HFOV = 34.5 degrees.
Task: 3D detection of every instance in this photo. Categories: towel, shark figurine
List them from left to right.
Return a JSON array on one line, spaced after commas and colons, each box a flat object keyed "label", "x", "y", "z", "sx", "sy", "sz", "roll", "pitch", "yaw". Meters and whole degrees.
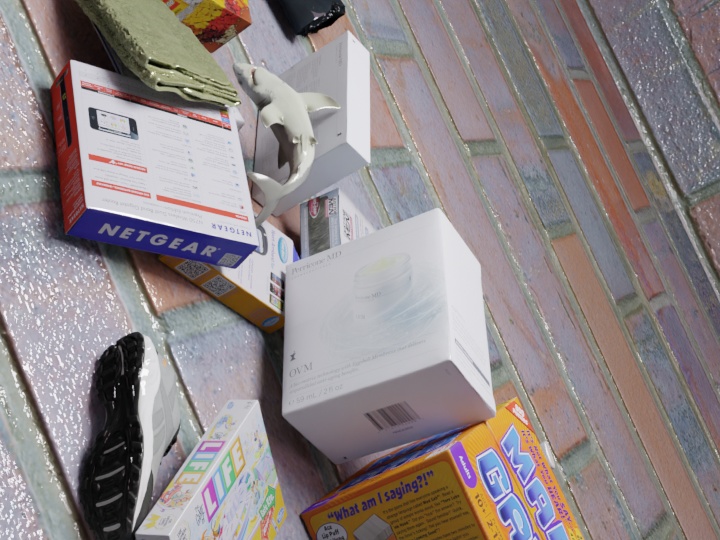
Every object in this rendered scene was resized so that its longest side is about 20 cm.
[{"label": "towel", "x": -0.223, "y": -0.246, "z": 1.243, "sx": 0.148, "sy": 0.037, "sz": 0.200, "roll": 11, "pitch": 34, "yaw": -55}, {"label": "shark figurine", "x": -0.088, "y": -0.134, "z": 1.336, "sx": 0.126, "sy": 0.090, "sz": 0.217, "roll": 8, "pitch": 53, "yaw": -22}]

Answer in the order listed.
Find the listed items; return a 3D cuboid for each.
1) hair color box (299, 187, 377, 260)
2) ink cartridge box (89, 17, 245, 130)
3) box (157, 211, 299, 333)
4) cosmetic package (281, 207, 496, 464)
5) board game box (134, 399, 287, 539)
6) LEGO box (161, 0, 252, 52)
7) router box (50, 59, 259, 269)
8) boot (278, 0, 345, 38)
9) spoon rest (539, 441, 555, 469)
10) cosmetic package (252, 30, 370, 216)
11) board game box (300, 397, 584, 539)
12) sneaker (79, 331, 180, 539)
[{"label": "hair color box", "x": 0.000, "y": 0.000, "z": 1.439, "sx": 0.200, "sy": 0.060, "sz": 0.100, "roll": 48, "pitch": 30, "yaw": -45}, {"label": "ink cartridge box", "x": -0.219, "y": -0.211, "z": 1.297, "sx": 0.199, "sy": 0.037, "sz": 0.095, "roll": 17, "pitch": 37, "yaw": -55}, {"label": "box", "x": -0.138, "y": -0.018, "z": 1.288, "sx": 0.200, "sy": 0.041, "sz": 0.120, "roll": 40, "pitch": 36, "yaw": -39}, {"label": "cosmetic package", "x": 0.027, "y": 0.071, "z": 1.253, "sx": 0.123, "sy": 0.197, "sz": 0.202, "roll": 49, "pitch": 29, "yaw": -43}, {"label": "board game box", "x": -0.129, "y": 0.229, "z": 1.048, "sx": 0.200, "sy": 0.034, "sz": 0.136, "roll": -58, "pitch": 140, "yaw": -57}, {"label": "LEGO box", "x": -0.221, "y": -0.391, "z": 1.421, "sx": 0.148, "sy": 0.077, "sz": 0.203, "roll": 21, "pitch": 49, "yaw": -51}, {"label": "router box", "x": -0.209, "y": -0.106, "z": 1.181, "sx": 0.198, "sy": 0.049, "sz": 0.182, "roll": 13, "pitch": 52, "yaw": -38}, {"label": "boot", "x": -0.081, "y": -0.433, "z": 1.679, "sx": 0.169, "sy": 0.076, "sz": 0.200, "roll": 54, "pitch": 37, "yaw": -8}, {"label": "spoon rest", "x": 0.175, "y": 0.259, "z": 1.558, "sx": 0.198, "sy": 0.060, "sz": 0.101, "roll": 7, "pitch": 58, "yaw": -41}, {"label": "cosmetic package", "x": -0.059, "y": -0.183, "z": 1.435, "sx": 0.052, "sy": 0.150, "sz": 0.202, "roll": 37, "pitch": 38, "yaw": -36}, {"label": "board game box", "x": 0.097, "y": 0.287, "z": 1.246, "sx": 0.199, "sy": 0.198, "sz": 0.202, "roll": -20, "pitch": 83, "yaw": -60}, {"label": "sneaker", "x": -0.193, "y": 0.152, "z": 1.026, "sx": 0.079, "sy": 0.073, "sz": 0.202, "roll": 44, "pitch": 34, "yaw": -40}]
